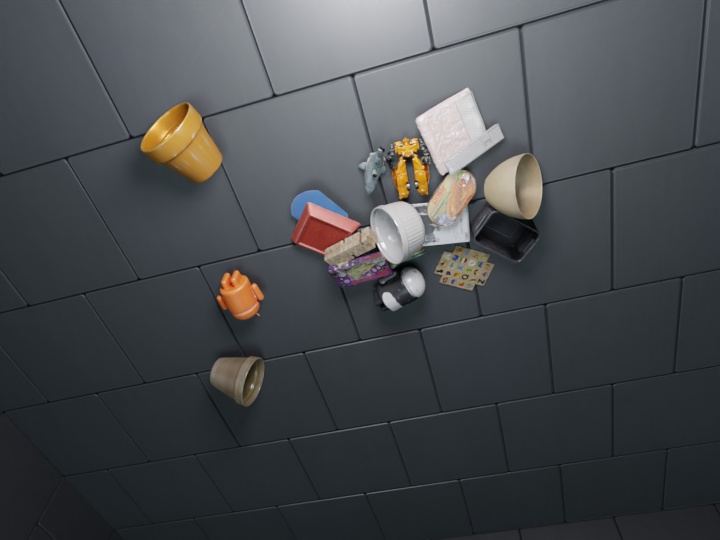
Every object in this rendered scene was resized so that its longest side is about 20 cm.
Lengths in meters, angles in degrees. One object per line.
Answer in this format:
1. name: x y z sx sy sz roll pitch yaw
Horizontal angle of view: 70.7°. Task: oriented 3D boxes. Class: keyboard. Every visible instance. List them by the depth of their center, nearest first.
1. keyboard: 0.353 -0.375 1.579 0.199 0.011 0.056 -35 121 7

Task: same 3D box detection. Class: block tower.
1. block tower: -0.038 -0.075 1.735 0.199 0.054 0.058 -27 134 28

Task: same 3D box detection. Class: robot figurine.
1. robot figurine: 0.157 -0.334 1.635 0.143 0.058 0.202 -8 123 7
2. robot figurine: 0.141 0.068 1.861 0.199 0.150 0.126 -31 81 21
3. robot figurine: -0.452 0.100 1.902 0.143 0.116 0.201 -35 124 -23

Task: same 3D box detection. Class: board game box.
1. board game box: -0.139 -0.204 1.737 0.199 0.039 0.157 37 132 -25
2. board game box: 0.000 0.000 1.775 0.198 0.033 0.120 -16 149 17

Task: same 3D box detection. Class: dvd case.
1. dvd case: 0.271 -0.163 1.737 0.198 0.025 0.152 -5 105 4

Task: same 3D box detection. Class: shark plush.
1. shark plush: 0.055 -0.320 1.592 0.090 0.084 0.200 17 156 -17

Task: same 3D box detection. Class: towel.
1. towel: 0.289 -0.424 1.563 0.190 0.032 0.201 -30 118 3

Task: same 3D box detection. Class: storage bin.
1. storage bin: 0.490 -0.135 1.734 0.198 0.094 0.136 23 121 -14

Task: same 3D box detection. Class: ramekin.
1. ramekin: 0.128 -0.132 1.688 0.104 0.200 0.202 -23 126 -22

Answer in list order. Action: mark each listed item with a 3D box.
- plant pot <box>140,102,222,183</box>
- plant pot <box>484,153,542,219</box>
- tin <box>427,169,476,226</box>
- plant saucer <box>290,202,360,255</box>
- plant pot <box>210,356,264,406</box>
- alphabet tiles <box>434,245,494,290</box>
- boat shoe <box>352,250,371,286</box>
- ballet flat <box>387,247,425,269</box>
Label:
1. plant pot: -0.533 -0.375 1.561 0.199 0.201 0.183 -27 134 18
2. plant pot: 0.474 -0.261 1.614 0.134 0.201 0.201 1 132 43
3. tin: 0.298 -0.242 1.679 0.111 0.042 0.201 31 108 -10
4. plant saucer: -0.127 -0.123 1.763 0.198 0.037 0.200 21 137 -12
5. plant pot: -0.516 0.440 2.097 0.172 0.200 0.202 11 124 14
6. alphabet tiles: 0.382 -0.007 1.872 0.198 0.006 0.168 14 123 -8
7. boat shoe: 0.001 -0.014 1.840 0.068 0.074 0.200 21 124 -19
8. ballet flat: 0.136 -0.051 1.822 0.199 0.071 0.071 -28 118 19
